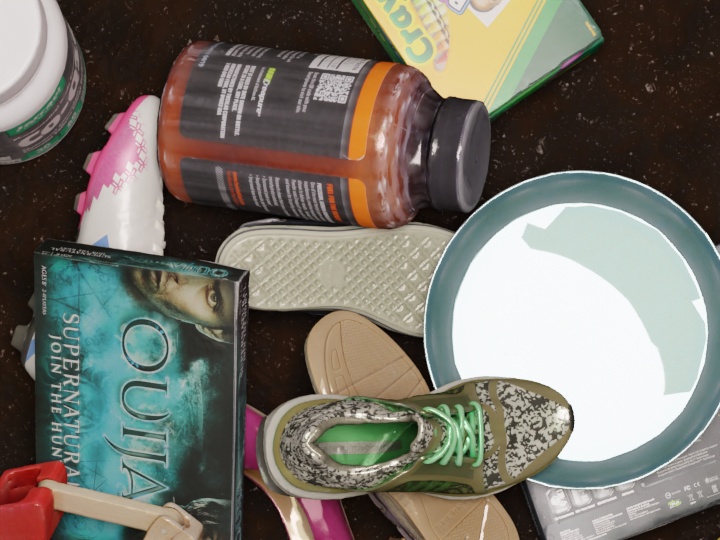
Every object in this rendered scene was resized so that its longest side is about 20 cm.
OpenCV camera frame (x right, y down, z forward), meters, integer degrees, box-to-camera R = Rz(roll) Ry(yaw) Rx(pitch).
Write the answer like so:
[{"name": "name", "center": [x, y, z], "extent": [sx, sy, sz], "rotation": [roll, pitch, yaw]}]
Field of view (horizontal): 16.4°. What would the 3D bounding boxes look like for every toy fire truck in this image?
[{"name": "toy fire truck", "center": [-0.128, 0.192, 1.561], "extent": [0.198, 0.049, 0.142], "rotation": [0, 119, 14]}]

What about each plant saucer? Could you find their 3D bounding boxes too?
[{"name": "plant saucer", "center": [0.139, 0.038, 1.578], "extent": [0.199, 0.027, 0.202], "rotation": [0, 83, 3]}]

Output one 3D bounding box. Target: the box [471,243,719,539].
[{"name": "box", "center": [0.188, 0.082, 1.612], "extent": [0.199, 0.051, 0.159], "rotation": [-20, 85, -2]}]

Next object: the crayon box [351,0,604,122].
[{"name": "crayon box", "center": [0.054, -0.196, 1.632], "extent": [0.118, 0.058, 0.201], "rotation": [-34, 86, -3]}]

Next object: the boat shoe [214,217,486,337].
[{"name": "boat shoe", "center": [0.000, 0.000, 1.612], "extent": [0.198, 0.062, 0.075], "rotation": [5, 100, -15]}]

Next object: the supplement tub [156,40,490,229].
[{"name": "supplement tub", "center": [-0.022, -0.083, 1.574], "extent": [0.199, 0.107, 0.108], "rotation": [9, 84, 17]}]

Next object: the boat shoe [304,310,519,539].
[{"name": "boat shoe", "center": [0.024, 0.118, 1.586], "extent": [0.072, 0.065, 0.200], "rotation": [-39, 95, -24]}]

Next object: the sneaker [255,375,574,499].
[{"name": "sneaker", "center": [0.041, 0.105, 1.508], "extent": [0.199, 0.089, 0.078], "rotation": [-7, 87, -14]}]

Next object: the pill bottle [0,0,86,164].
[{"name": "pill bottle", "center": [-0.234, -0.134, 1.553], "extent": [0.112, 0.200, 0.114], "rotation": [0, 85, 0]}]

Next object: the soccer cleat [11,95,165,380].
[{"name": "soccer cleat", "center": [-0.149, -0.010, 1.607], "extent": [0.086, 0.070, 0.201], "rotation": [24, 93, 13]}]

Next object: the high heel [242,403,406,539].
[{"name": "high heel", "center": [-0.048, 0.168, 1.590], "extent": [0.200, 0.067, 0.096], "rotation": [42, 75, 0]}]

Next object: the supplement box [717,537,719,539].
[{"name": "supplement box", "center": [0.283, 0.216, 1.552], "extent": [0.200, 0.110, 0.109], "rotation": [-38, 121, -3]}]

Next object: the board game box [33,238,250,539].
[{"name": "board game box", "center": [-0.137, 0.085, 1.562], "extent": [0.134, 0.028, 0.201], "rotation": [7, 114, 12]}]
